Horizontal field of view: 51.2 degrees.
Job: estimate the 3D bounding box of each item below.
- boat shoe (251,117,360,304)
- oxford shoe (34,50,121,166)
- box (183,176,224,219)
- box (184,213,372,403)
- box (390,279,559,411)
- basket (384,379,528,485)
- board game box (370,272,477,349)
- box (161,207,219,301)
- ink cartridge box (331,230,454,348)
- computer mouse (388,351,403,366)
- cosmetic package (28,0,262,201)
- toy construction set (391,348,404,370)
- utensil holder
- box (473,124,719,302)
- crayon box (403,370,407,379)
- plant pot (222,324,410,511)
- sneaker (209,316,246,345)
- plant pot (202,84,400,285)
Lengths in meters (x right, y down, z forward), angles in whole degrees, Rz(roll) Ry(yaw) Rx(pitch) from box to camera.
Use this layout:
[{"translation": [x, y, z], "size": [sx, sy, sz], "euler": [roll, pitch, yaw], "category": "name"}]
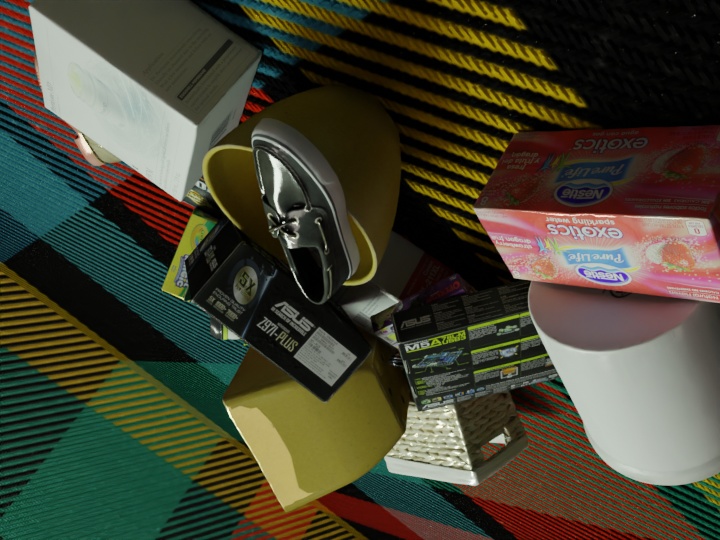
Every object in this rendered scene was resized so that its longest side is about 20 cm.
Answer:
[{"translation": [-0.049, -0.042, 0.644], "size": [0.068, 0.057, 0.200], "euler": [18, 152, 29], "category": "boat shoe"}, {"translation": [-0.380, -0.233, 1.051], "size": [0.073, 0.071, 0.200], "euler": [-3, 144, 13], "category": "oxford shoe"}, {"translation": [-0.177, -0.117, 1.018], "size": [0.199, 0.046, 0.159], "euler": [27, 156, 14], "category": "box"}, {"translation": [-0.100, 0.039, 0.883], "size": [0.200, 0.086, 0.164], "euler": [41, -179, -21], "category": "box"}, {"translation": [0.146, 0.089, 0.880], "size": [0.199, 0.048, 0.194], "euler": [-15, 143, 4], "category": "box"}, {"translation": [0.130, 0.232, 1.142], "size": [0.199, 0.135, 0.124], "euler": [-10, 100, 51], "category": "basket"}, {"translation": [0.113, 0.076, 0.913], "size": [0.120, 0.032, 0.200], "euler": [-32, 142, 19], "category": "board game box"}, {"translation": [-0.243, -0.027, 1.086], "size": [0.048, 0.118, 0.200], "euler": [22, -177, -15], "category": "box"}, {"translation": [0.000, 0.000, 0.978], "size": [0.199, 0.083, 0.146], "euler": [33, 156, -3], "category": "ink cartridge box"}, {"translation": [0.077, 0.103, 1.034], "size": [0.058, 0.034, 0.200], "euler": [9, -175, 13], "category": "computer mouse"}, {"translation": [-0.239, -0.210, 0.831], "size": [0.200, 0.123, 0.199], "euler": [36, 156, -4], "category": "cosmetic package"}, {"translation": [0.005, 0.129, 1.192], "size": [0.131, 0.092, 0.200], "euler": [43, 156, 2], "category": "toy construction set"}, {"translation": [0.264, 0.073, 0.696], "size": [0.169, 0.170, 0.200], "euler": [8, 144, 43], "category": "utensil holder"}, {"translation": [0.210, -0.048, 0.619], "size": [0.199, 0.095, 0.103], "euler": [8, 147, 43], "category": "box"}, {"translation": [0.068, 0.223, 1.342], "size": [0.173, 0.058, 0.200], "euler": [44, 153, -23], "category": "crayon box"}, {"translation": [-0.042, 0.179, 1.058], "size": [0.199, 0.194, 0.196], "euler": [-22, 108, 15], "category": "plant pot"}, {"translation": [-0.180, 0.012, 1.132], "size": [0.082, 0.201, 0.072], "euler": [4, 169, -8], "category": "sneaker"}, {"translation": [-0.037, -0.103, 0.760], "size": [0.199, 0.142, 0.200], "euler": [27, 156, 13], "category": "plant pot"}]
